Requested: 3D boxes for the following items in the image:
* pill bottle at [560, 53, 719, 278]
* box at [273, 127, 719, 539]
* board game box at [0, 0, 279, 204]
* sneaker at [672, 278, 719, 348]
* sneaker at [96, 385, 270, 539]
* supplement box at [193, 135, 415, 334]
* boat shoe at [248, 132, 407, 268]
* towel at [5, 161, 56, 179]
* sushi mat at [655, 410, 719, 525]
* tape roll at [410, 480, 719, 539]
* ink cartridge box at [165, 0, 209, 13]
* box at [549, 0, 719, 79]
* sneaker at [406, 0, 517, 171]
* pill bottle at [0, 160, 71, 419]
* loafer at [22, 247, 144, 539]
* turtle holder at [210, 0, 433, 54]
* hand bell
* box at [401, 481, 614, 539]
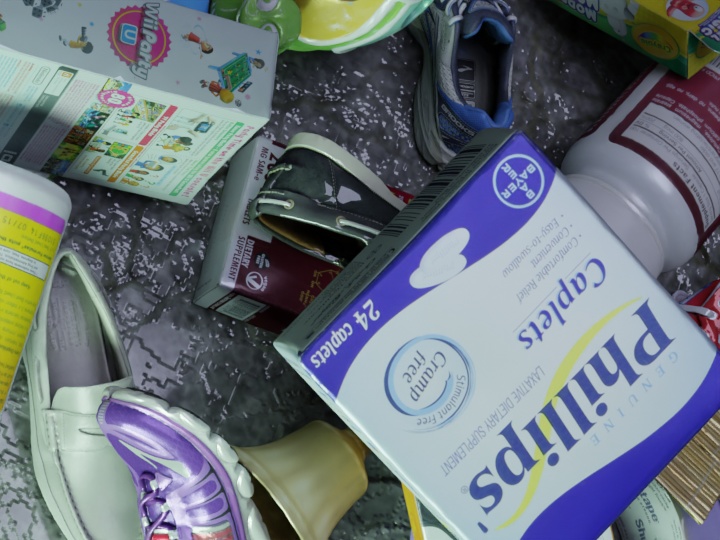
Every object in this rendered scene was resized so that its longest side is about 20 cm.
[{"bbox_3d":[0.212,-0.072,1.434,0.114,0.114,0.200,47,65,-5],"label":"pill bottle"},{"bbox_3d":[0.084,0.052,1.182,0.184,0.105,0.200,-45,100,-6],"label":"box"},{"bbox_3d":[-0.169,-0.113,1.247,0.198,0.147,0.065,14,66,-22],"label":"board game box"},{"bbox_3d":[0.204,0.051,1.424,0.198,0.071,0.114,13,76,-27],"label":"sneaker"},{"bbox_3d":[-0.105,0.157,1.232,0.083,0.080,0.201,-42,119,-31],"label":"sneaker"},{"bbox_3d":[0.000,0.000,1.359,0.198,0.061,0.110,20,70,-18],"label":"supplement box"},{"bbox_3d":[0.021,-0.002,1.294,0.199,0.072,0.068,35,59,-2],"label":"boat shoe"},{"bbox_3d":[-0.280,-0.094,1.286,0.199,0.031,0.150,-32,91,-26],"label":"towel"},{"bbox_3d":[0.174,0.069,1.352,0.200,0.012,0.096,44,53,5],"label":"sushi mat"},{"bbox_3d":[0.138,0.188,1.355,0.198,0.085,0.202,6,74,-21],"label":"tape roll"},{"bbox_3d":[-0.197,-0.189,1.304,0.198,0.068,0.117,14,65,-26],"label":"ink cartridge box"},{"bbox_3d":[0.213,-0.210,1.446,0.117,0.049,0.199,-36,50,-25],"label":"box"},{"bbox_3d":[0.076,-0.173,1.421,0.076,0.085,0.202,-5,78,-23],"label":"sneaker"},{"bbox_3d":[-0.249,0.033,1.215,0.103,0.104,0.202,20,83,-16],"label":"pill bottle"},{"bbox_3d":[-0.170,0.085,1.262,0.069,0.070,0.202,-14,82,-25],"label":"loafer"},{"bbox_3d":[-0.020,-0.211,1.331,0.185,0.131,0.143,-8,102,-47],"label":"turtle holder"},{"bbox_3d":[0.013,0.097,1.294,0.199,0.104,0.105,-36,91,-21],"label":"hand bell"},{"bbox_3d":[0.083,0.113,1.256,0.118,0.041,0.202,-13,92,-10],"label":"box"}]
